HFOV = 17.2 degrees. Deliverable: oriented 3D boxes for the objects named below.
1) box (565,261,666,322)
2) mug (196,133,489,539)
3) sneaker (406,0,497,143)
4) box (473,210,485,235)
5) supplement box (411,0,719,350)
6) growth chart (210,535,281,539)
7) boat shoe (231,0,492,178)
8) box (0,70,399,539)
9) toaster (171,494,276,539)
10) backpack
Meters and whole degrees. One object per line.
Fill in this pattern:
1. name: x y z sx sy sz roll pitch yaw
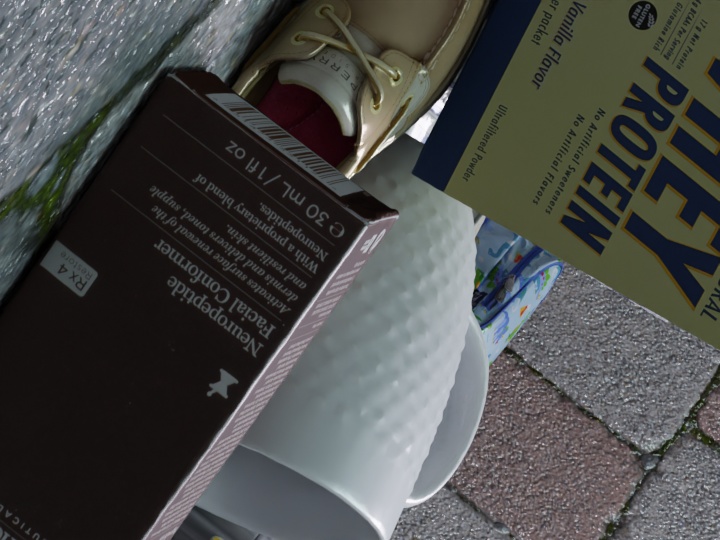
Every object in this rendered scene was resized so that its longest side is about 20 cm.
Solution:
1. box: 0.140 -0.078 1.437 0.115 0.132 0.200 -53 -153 14
2. mug: -0.008 0.036 1.129 0.147 0.200 0.176 4 -118 44
3. sneaker: 0.026 -0.090 1.181 0.088 0.075 0.200 -49 172 -28
4. box: 0.000 0.000 1.396 0.078 0.095 0.200 -48 171 -25
5. supplement box: 0.158 -0.063 1.084 0.135 0.199 0.200 -63 170 14
6. growth chart: -0.086 0.199 1.124 0.018 0.199 0.146 -3 -94 58
7. boat shoe: -0.011 -0.075 1.001 0.200 0.074 0.069 -53 179 9
8. box: -0.085 0.030 0.932 0.200 0.100 0.075 -55 173 10
9. toaster: -0.099 0.131 1.231 0.114 0.129 0.200 -47 171 -47
10. backpack: 0.065 0.023 1.857 0.164 0.153 0.200 109 6 -51
